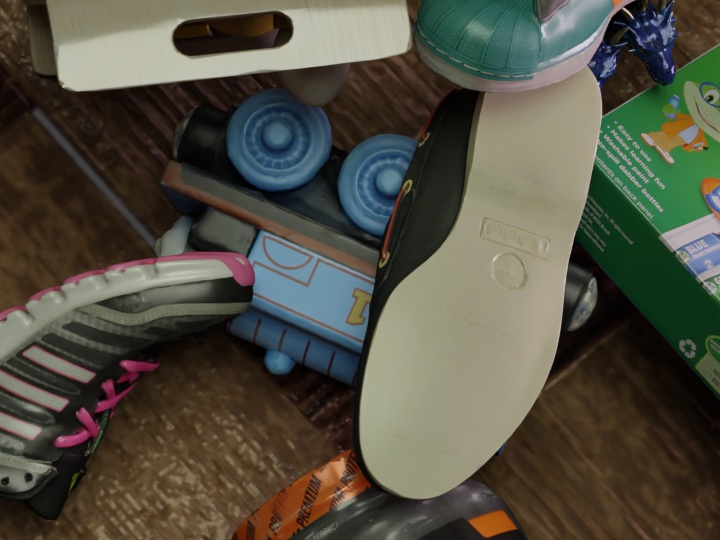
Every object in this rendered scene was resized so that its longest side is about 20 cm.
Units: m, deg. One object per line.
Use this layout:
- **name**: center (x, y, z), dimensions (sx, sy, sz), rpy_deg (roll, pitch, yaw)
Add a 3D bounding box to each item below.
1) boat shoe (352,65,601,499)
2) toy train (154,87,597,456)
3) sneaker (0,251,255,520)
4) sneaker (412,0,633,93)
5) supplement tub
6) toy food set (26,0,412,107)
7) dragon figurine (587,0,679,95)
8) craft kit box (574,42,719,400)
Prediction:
- **boat shoe**: center (0.043, 0.004, 1.180), dimensions (0.074, 0.063, 0.202), rpy_deg (25, 68, -16)
- **toy train**: center (0.000, 0.000, 1.261), dimensions (0.200, 0.087, 0.114), rpy_deg (23, 81, 5)
- **sneaker**: center (-0.127, 0.057, 1.218), dimensions (0.200, 0.074, 0.088), rpy_deg (-24, 84, 8)
- **sneaker**: center (0.096, -0.145, 1.183), dimensions (0.071, 0.080, 0.200), rpy_deg (35, 49, 22)
- **supplement tub**: center (0.036, 0.172, 1.183), dimensions (0.122, 0.123, 0.200), rpy_deg (-28, 76, -16)
- **toy food set**: center (-0.065, -0.096, 1.233), dimensions (0.143, 0.200, 0.061), rpy_deg (-8, 96, -9)
- **dragon figurine**: center (0.098, -0.154, 1.289), dimensions (0.059, 0.099, 0.200), rpy_deg (-2, 71, -15)
- **craft kit box**: center (0.207, -0.013, 1.278), dimensions (0.200, 0.049, 0.197), rpy_deg (48, 46, 11)
